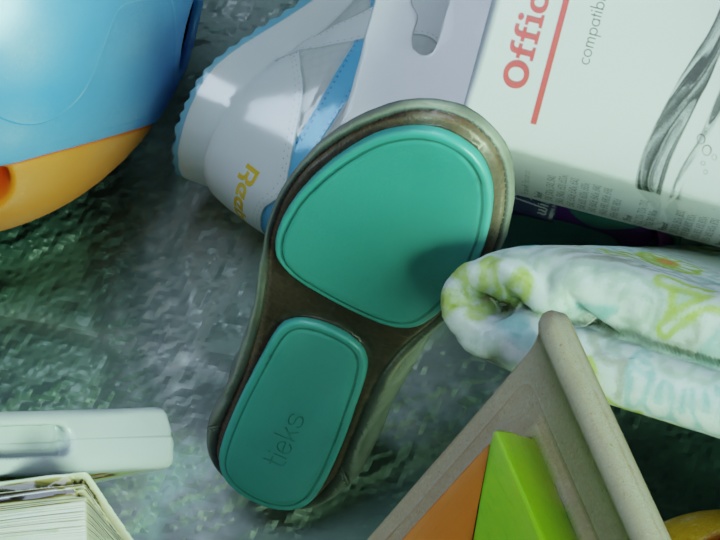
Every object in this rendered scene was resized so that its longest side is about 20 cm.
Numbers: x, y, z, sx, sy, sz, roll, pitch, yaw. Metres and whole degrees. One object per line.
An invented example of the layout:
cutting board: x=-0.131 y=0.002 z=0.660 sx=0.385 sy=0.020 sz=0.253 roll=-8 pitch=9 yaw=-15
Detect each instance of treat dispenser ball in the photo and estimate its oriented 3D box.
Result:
treat dispenser ball: x=-0.156 y=-0.112 z=0.989 sx=0.200 sy=0.201 sz=0.201 roll=-7 pitch=48 yaw=8

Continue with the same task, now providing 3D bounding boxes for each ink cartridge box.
ink cartridge box: x=0.100 y=-0.075 z=0.861 sx=0.199 sy=0.068 sz=0.116 roll=14 pitch=81 yaw=5

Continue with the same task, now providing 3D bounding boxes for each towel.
towel: x=0.146 y=0.030 z=0.820 sx=0.199 sy=0.171 sz=0.048 roll=16 pitch=94 yaw=26

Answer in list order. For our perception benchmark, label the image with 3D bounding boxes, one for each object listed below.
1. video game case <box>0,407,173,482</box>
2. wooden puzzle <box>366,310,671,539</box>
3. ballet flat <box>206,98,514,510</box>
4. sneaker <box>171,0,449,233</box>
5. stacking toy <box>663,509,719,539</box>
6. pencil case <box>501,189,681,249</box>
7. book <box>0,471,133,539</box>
video game case: x=-0.190 y=0.067 z=0.828 sx=0.199 sy=0.182 sz=0.022 roll=-14 pitch=80 yaw=36
wooden puzzle: x=0.028 y=0.139 z=0.741 sx=0.037 sy=0.200 sz=0.185 roll=12 pitch=38 yaw=-32
ballet flat: x=0.000 y=0.000 z=0.865 sx=0.067 sy=0.200 sz=0.064 roll=27 pitch=46 yaw=-1
sneaker: x=0.024 y=-0.082 z=1.013 sx=0.081 sy=0.077 sz=0.200 roll=37 pitch=68 yaw=20
stacking toy: x=0.113 y=0.115 z=0.793 sx=0.146 sy=0.146 sz=0.200 roll=-32 pitch=33 yaw=-14
pencil case: x=0.082 y=-0.104 z=0.949 sx=0.092 sy=0.085 sz=0.201 roll=11 pitch=78 yaw=2
book: x=-0.163 y=0.117 z=0.836 sx=0.199 sy=0.134 sz=0.048 roll=-7 pitch=65 yaw=7
